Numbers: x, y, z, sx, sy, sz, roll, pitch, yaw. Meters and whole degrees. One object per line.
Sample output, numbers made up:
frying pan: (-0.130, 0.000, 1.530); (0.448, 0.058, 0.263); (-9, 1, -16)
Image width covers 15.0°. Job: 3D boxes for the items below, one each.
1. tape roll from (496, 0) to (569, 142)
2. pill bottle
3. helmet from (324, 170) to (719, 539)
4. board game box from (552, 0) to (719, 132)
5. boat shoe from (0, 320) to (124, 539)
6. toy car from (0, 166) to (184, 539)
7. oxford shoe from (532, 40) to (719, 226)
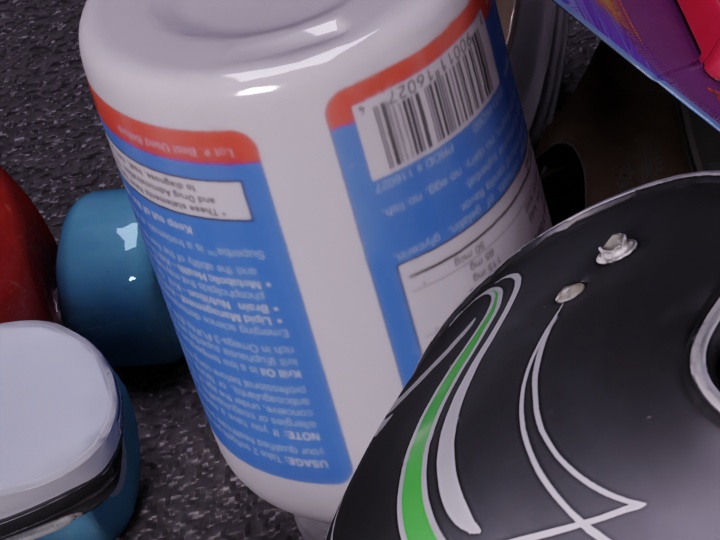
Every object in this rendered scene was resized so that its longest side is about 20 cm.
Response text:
tape roll: (0.004, -0.106, 0.917); (0.071, 0.203, 0.203); (3, 38, 25)
pill bottle: (0.000, 0.000, 0.768); (0.112, 0.200, 0.112); (-11, 35, 7)
helmet: (0.081, 0.095, 0.612); (0.199, 0.200, 0.191); (-10, 37, 10)
board game box: (0.137, -0.086, 0.870); (0.200, 0.039, 0.158); (41, 30, 17)
boat shoe: (-0.165, 0.067, 0.780); (0.199, 0.068, 0.074); (-18, 63, -12)
toy car: (-0.173, -0.019, 0.870); (0.184, 0.200, 0.177); (-5, 36, 17)
oxford shoe: (0.092, -0.053, 0.924); (0.084, 0.073, 0.200); (-26, 24, 15)
